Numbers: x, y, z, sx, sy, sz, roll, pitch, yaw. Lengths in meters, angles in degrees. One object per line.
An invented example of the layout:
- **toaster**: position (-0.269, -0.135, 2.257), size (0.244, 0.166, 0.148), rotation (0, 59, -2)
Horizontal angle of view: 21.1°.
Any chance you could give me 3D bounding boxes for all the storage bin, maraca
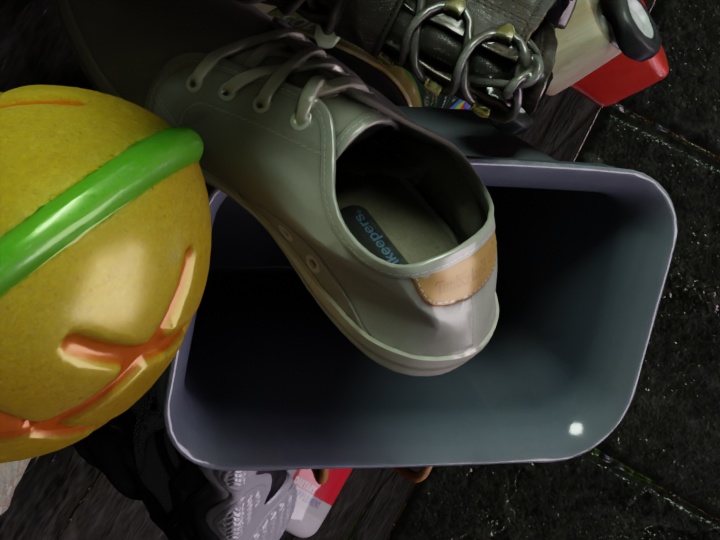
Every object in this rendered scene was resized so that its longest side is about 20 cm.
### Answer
- **storage bin**: position (0.000, 0.000, 0.776), size (0.134, 0.200, 0.146), rotation (-133, -131, -56)
- **maraca**: position (-0.117, 0.009, 0.611), size (0.137, 0.107, 0.200), rotation (-35, -179, -34)

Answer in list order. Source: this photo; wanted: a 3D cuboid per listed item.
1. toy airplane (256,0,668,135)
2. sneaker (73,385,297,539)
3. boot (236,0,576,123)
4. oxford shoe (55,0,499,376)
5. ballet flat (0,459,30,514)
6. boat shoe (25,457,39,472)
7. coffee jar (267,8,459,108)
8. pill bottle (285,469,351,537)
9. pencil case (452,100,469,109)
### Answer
- **toy airplane**: position (0.039, -0.167, 0.761), size (0.141, 0.200, 0.199), rotation (-78, 176, -53)
- **sneaker**: position (-0.083, 0.062, 0.924), size (0.075, 0.114, 0.200), rotation (-41, 154, -40)
- **boot**: position (-0.020, -0.096, 0.588), size (0.069, 0.174, 0.200), rotation (-66, 170, 28)
- **oxford shoe**: position (-0.024, -0.051, 0.632), size (0.075, 0.200, 0.058), rotation (-31, 156, -31)
- **ballet flat**: position (-0.171, 0.096, 0.642), size (0.200, 0.067, 0.062), rotation (-32, 117, -54)
- **boat shoe**: position (-0.121, 0.022, 0.757), size (0.069, 0.057, 0.200), rotation (-53, 167, -45)
- **coffee jar**: position (0.003, -0.103, 0.925), size (0.200, 0.104, 0.085), rotation (-53, 160, -47)
- **pill bottle**: position (-0.030, 0.053, 1.191), size (0.200, 0.112, 0.112), rotation (-61, 171, -6)
- **pencil case**: position (0.052, -0.136, 1.179), size (0.200, 0.078, 0.087), rotation (-59, 142, -13)
